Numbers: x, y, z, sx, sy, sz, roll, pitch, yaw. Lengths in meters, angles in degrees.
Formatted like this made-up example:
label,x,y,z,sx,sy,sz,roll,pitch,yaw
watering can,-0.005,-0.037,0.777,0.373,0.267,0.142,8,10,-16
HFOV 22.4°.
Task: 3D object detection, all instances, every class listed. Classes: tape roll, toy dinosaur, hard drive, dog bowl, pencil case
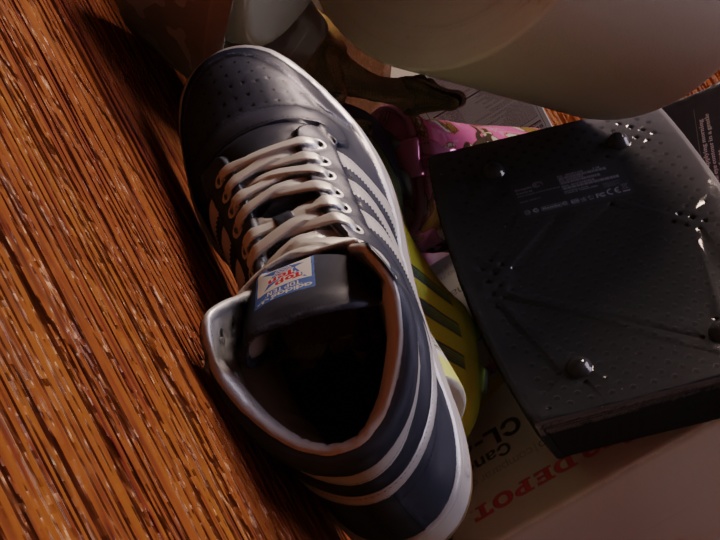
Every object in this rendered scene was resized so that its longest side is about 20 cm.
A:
label,x,y,z,sx,sy,sz,roll,pitch,yaw
tape roll,0.086,-0.181,0.856,0.138,0.203,0.204,7,48,-45
toy dinosaur,-0.044,-0.118,0.880,0.200,0.058,0.101,39,31,-7
hard drive,0.112,0.002,0.845,0.201,0.134,0.043,-108,-174,-51
dog bowl,-0.032,-0.165,0.737,0.058,0.202,0.200,26,2,8
pencil case,0.089,-0.046,1.005,0.198,0.087,0.083,1,39,-29

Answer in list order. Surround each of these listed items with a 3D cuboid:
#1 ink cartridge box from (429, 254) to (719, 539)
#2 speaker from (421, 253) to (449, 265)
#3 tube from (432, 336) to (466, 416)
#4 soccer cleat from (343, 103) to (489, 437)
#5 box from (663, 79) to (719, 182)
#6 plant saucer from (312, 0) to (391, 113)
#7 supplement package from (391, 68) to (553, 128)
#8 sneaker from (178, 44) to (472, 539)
label,x,y,z,sx,sy,sz,roll,pitch,yaw
ink cartridge box,0.099,0.065,0.902,0.086,0.147,0.201,56,7,-36
speaker,0.102,0.034,1.063,0.201,0.081,0.081,65,7,31
tube,-0.018,-0.007,0.764,0.201,0.051,0.058,62,-36,39
soccer cleat,-0.001,0.000,0.873,0.083,0.065,0.201,13,45,-41
box,0.189,0.014,1.110,0.104,0.181,0.202,14,65,-47
plant saucer,-0.016,-0.145,1.007,0.200,0.036,0.203,-2,90,-75
supplement package,0.033,-0.145,1.309,0.200,0.146,0.192,52,10,-55
sneaker,-0.023,-0.009,0.603,0.201,0.070,0.109,67,6,25
